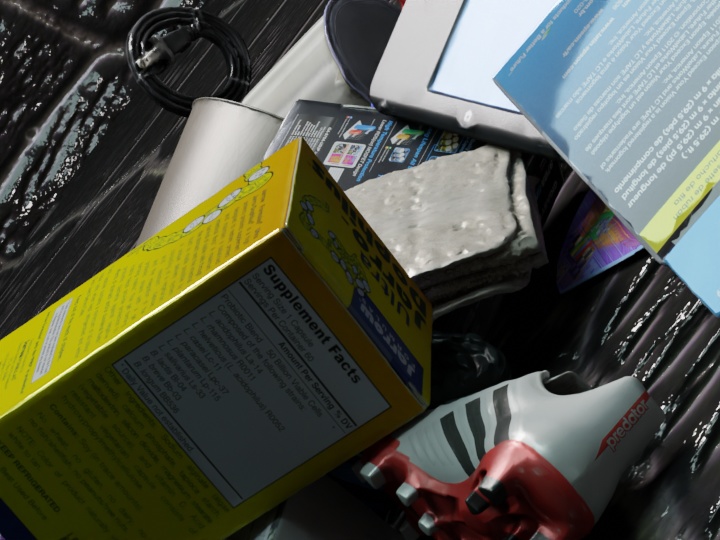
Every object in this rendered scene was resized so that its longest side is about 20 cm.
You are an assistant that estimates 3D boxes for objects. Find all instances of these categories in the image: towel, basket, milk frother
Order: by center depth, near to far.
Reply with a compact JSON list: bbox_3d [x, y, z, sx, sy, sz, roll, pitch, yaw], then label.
[{"bbox_3d":[-0.004,-0.004,1.247,0.199,0.035,0.133,-15,25,8],"label":"towel"},{"bbox_3d":[-0.082,0.013,1.590,0.180,0.136,0.201,19,75,35],"label":"basket"},{"bbox_3d":[-0.057,-0.137,1.771,0.188,0.200,0.181,-42,12,34],"label":"milk frother"}]

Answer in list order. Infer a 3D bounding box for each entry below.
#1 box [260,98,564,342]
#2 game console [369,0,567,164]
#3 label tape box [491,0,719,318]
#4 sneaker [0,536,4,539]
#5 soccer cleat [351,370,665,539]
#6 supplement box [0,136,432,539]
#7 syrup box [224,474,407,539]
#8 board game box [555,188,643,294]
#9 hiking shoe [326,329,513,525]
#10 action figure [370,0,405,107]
[{"bbox_3d":[0.000,0.000,1.320,0.158,0.046,0.201,8,52,27],"label":"box"},{"bbox_3d":[0.092,-0.150,1.288,0.200,0.031,0.178,20,82,56],"label":"game console"},{"bbox_3d":[0.164,-0.077,1.086,0.143,0.066,0.200,-49,44,11],"label":"label tape box"},{"bbox_3d":[-0.182,0.149,1.537,0.080,0.202,0.083,-20,25,-40],"label":"sneaker"},{"bbox_3d":[0.062,0.080,1.070,0.085,0.069,0.200,-42,9,-18],"label":"soccer cleat"},{"bbox_3d":[-0.077,0.050,1.140,0.199,0.109,0.110,-33,20,16],"label":"supplement box"},{"bbox_3d":[-0.067,0.189,1.172,0.200,0.081,0.079,-46,12,26],"label":"syrup box"},{"bbox_3d":[0.151,-0.077,1.227,0.200,0.039,0.158,-32,23,55],"label":"board game box"},{"bbox_3d":[-0.003,0.097,1.209,0.199,0.087,0.075,-27,23,23],"label":"hiking shoe"},{"bbox_3d":[0.013,-0.075,1.502,0.065,0.051,0.202,-128,38,-73],"label":"action figure"}]
